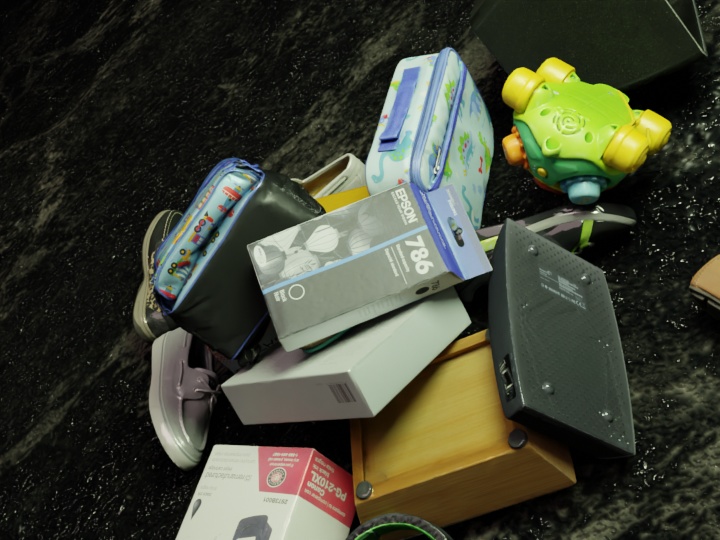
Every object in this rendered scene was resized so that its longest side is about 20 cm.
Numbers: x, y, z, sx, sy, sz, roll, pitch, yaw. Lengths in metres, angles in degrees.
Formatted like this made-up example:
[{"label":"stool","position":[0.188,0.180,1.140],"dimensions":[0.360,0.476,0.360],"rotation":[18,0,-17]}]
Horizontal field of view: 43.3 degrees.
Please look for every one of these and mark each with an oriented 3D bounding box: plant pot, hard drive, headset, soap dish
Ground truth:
[{"label":"plant pot","position":[0.228,-0.288,0.964],"dimensions":[0.177,0.200,0.200],"rotation":[-32,22,31]},{"label":"hard drive","position":[0.168,0.059,0.784],"dimensions":[0.042,0.134,0.201],"rotation":[-44,31,40]},{"label":"headset","position":[0.044,0.285,0.708],"dimensions":[0.123,0.094,0.200],"rotation":[-39,58,5]},{"label":"soap dish","position":[0.079,0.143,0.812],"dimensions":[0.199,0.081,0.158],"rotation":[-23,44,20]}]

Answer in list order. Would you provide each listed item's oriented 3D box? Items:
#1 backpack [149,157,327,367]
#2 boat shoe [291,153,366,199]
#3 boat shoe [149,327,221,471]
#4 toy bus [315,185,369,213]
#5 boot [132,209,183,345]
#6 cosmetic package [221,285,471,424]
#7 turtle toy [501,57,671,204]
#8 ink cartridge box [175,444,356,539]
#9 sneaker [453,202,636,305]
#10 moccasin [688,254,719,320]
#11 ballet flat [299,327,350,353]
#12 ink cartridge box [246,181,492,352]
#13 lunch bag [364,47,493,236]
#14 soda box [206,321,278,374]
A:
[{"label":"backpack","position":[-0.124,-0.024,0.930],"dimensions":[0.183,0.134,0.200],"rotation":[-54,15,5]},{"label":"boat shoe","position":[-0.078,-0.085,1.130],"dimensions":[0.199,0.070,0.071],"rotation":[-24,43,22]},{"label":"boat shoe","position":[-0.194,0.137,1.042],"dimensions":[0.068,0.072,0.200],"rotation":[-31,34,11]},{"label":"toy bus","position":[-0.062,-0.036,1.067],"dimensions":[0.199,0.078,0.065],"rotation":[-12,48,22]},{"label":"boot","position":[-0.209,-0.010,1.165],"dimensions":[0.150,0.073,0.201],"rotation":[-18,46,25]},{"label":"cosmetic package","position":[-0.016,0.079,0.848],"dimensions":[0.199,0.052,0.151],"rotation":[-14,21,49]},{"label":"turtle toy","position":[0.213,-0.129,0.878],"dimensions":[0.145,0.200,0.102],"rotation":[35,123,19]},{"label":"ink cartridge box","position":[-0.100,0.270,0.830],"dimensions":[0.144,0.084,0.201],"rotation":[-8,51,41]},{"label":"sneaker","position":[0.177,-0.010,0.897],"dimensions":[0.199,0.072,0.083],"rotation":[-14,82,21]},{"label":"moccasin","position":[0.352,0.040,0.707],"dimensions":[0.078,0.074,0.201],"rotation":[-48,31,4]},{"label":"ballet flat","position":[0.000,0.000,0.862],"dimensions":[0.070,0.066,0.200],"rotation":[-2,28,48]},{"label":"ink cartridge box","position":[0.008,-0.011,0.802],"dimensions":[0.199,0.039,0.100],"rotation":[-22,65,-2]},{"label":"lunch bag","position":[0.079,-0.127,0.979],"dimensions":[0.082,0.161,0.201],"rotation":[-5,52,30]},{"label":"soda box","position":[-0.075,0.043,1.023],"dimensions":[0.199,0.068,0.064],"rotation":[-26,41,17]}]
